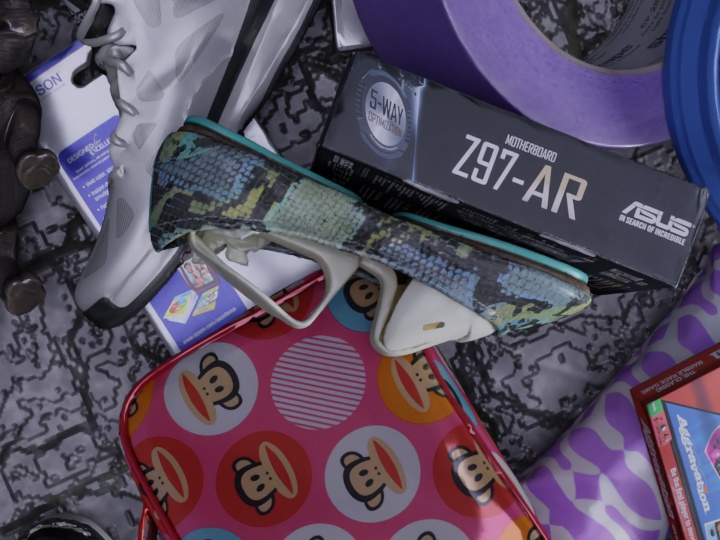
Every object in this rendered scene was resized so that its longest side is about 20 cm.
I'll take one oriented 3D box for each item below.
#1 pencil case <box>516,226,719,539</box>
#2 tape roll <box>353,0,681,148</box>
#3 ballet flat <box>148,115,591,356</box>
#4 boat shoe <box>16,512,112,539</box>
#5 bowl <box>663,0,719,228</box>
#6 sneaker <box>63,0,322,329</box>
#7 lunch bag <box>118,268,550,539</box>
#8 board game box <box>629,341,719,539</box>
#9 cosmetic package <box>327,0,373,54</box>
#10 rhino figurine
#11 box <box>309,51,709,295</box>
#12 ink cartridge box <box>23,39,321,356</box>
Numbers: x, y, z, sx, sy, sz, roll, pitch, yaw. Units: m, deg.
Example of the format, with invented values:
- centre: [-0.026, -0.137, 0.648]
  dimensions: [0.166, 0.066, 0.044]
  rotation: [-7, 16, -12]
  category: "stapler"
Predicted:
- centre: [0.142, 0.073, 0.989]
  dimensions: [0.200, 0.084, 0.085]
  rotation: [-48, 65, 0]
  category: "pencil case"
- centre: [0.097, -0.156, 0.937]
  dimensions: [0.198, 0.085, 0.202]
  rotation: [-2, 94, -27]
  category: "tape roll"
- centre: [0.000, 0.000, 0.887]
  dimensions: [0.198, 0.074, 0.075]
  rotation: [21, 92, -2]
  category: "ballet flat"
- centre: [-0.101, 0.206, 1.001]
  dimensions: [0.074, 0.060, 0.201]
  rotation: [-34, 93, 0]
  category: "boat shoe"
- centre: [0.235, -0.089, 0.922]
  dimensions: [0.199, 0.039, 0.203]
  rotation: [-2, 97, -17]
  category: "bowl"
- centre: [-0.107, -0.082, 0.934]
  dimensions: [0.115, 0.076, 0.202]
  rotation: [29, 82, -14]
  category: "sneaker"
- centre: [-0.018, 0.115, 0.931]
  dimensions: [0.175, 0.082, 0.201]
  rotation: [-30, 75, -1]
  category: "lunch bag"
- centre: [0.197, 0.115, 0.971]
  dimensions: [0.102, 0.019, 0.201]
  rotation: [-27, 121, -11]
  category: "board game box"
- centre: [0.014, -0.210, 0.986]
  dimensions: [0.082, 0.051, 0.202]
  rotation: [-7, 93, -1]
  category: "cosmetic package"
- centre: [-0.175, -0.064, 0.942]
  dimensions: [0.059, 0.088, 0.201]
  rotation: [-5, 131, -25]
  category: "rhino figurine"
- centre: [0.058, -0.037, 0.921]
  dimensions: [0.159, 0.200, 0.044]
  rotation: [21, 87, -1]
  category: "box"
- centre: [-0.079, -0.030, 1.001]
  dimensions: [0.099, 0.039, 0.201]
  rotation: [-32, 94, 1]
  category: "ink cartridge box"
